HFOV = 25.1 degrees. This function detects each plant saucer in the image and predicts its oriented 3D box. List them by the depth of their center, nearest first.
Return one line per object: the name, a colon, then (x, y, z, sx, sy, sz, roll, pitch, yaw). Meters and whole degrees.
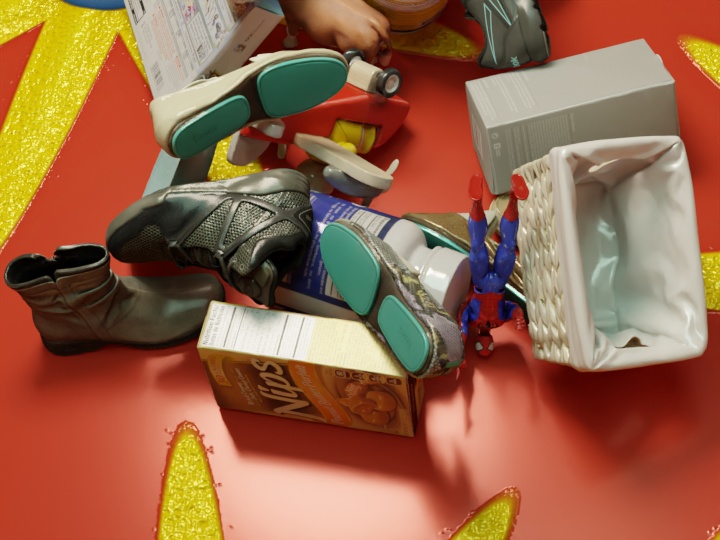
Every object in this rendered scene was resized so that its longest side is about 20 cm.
plant saucer: (-0.180, -0.095, 1.619, 0.038, 0.201, 0.203, 21, 58, -13)

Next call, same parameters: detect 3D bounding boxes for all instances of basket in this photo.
basket: (0.222, -0.013, 1.481, 0.134, 0.123, 0.203, -6, 89, -22)

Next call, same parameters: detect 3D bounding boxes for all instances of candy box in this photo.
candy box: (-0.044, 0.092, 1.509, 0.197, 0.116, 0.056, 7, 57, 11)

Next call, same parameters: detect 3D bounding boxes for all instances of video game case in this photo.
video game case: (-0.174, -0.288, 1.744, 0.045, 0.181, 0.202, 12, 46, -40)

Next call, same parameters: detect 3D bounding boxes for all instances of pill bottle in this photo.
pill bottle: (0.000, 0.000, 1.561, 0.198, 0.120, 0.121, 18, 61, 17)
pill bottle: (0.048, -0.326, 1.700, 0.111, 0.200, 0.114, 0, 83, -2)

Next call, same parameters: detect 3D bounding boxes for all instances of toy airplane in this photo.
toy airplane: (-0.053, -0.132, 1.637, 0.196, 0.143, 0.201, 5, 30, 3)

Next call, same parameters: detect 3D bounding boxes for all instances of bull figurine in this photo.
bull figurine: (-0.041, -0.275, 1.739, 0.065, 0.122, 0.200, -39, 61, -18)

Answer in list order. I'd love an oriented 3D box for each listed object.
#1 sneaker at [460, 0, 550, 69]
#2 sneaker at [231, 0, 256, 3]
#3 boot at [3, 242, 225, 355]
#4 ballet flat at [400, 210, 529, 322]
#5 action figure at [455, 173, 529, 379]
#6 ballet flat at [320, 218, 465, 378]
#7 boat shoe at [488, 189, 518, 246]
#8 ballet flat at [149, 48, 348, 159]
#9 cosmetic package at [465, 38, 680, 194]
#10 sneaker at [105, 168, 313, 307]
sneaker: (0.134, -0.302, 1.656, 0.078, 0.075, 0.203, -16, 83, 15)
sneaker: (-0.069, -0.333, 1.651, 0.129, 0.080, 0.202, 15, 48, -13)
boot: (-0.235, 0.020, 1.569, 0.197, 0.131, 0.068, -11, 57, 0)
ballet flat: (0.133, -0.015, 1.584, 0.199, 0.068, 0.073, 32, 69, 21)
action figure: (0.120, 0.020, 1.482, 0.064, 0.202, 0.100, 0, 44, 0)
ballet flat: (0.033, 0.026, 1.448, 0.071, 0.072, 0.201, -28, 48, -11)
boat shoe: (0.223, -0.054, 1.600, 0.198, 0.065, 0.073, 12, 60, 14)
ballet flat: (-0.108, -0.170, 1.523, 0.198, 0.070, 0.070, -24, 57, -19)
cosmetic package: (0.214, -0.157, 1.640, 0.197, 0.091, 0.107, -11, 33, -2)
sneaker: (-0.138, -0.020, 1.488, 0.197, 0.076, 0.115, -10, 60, 2)
